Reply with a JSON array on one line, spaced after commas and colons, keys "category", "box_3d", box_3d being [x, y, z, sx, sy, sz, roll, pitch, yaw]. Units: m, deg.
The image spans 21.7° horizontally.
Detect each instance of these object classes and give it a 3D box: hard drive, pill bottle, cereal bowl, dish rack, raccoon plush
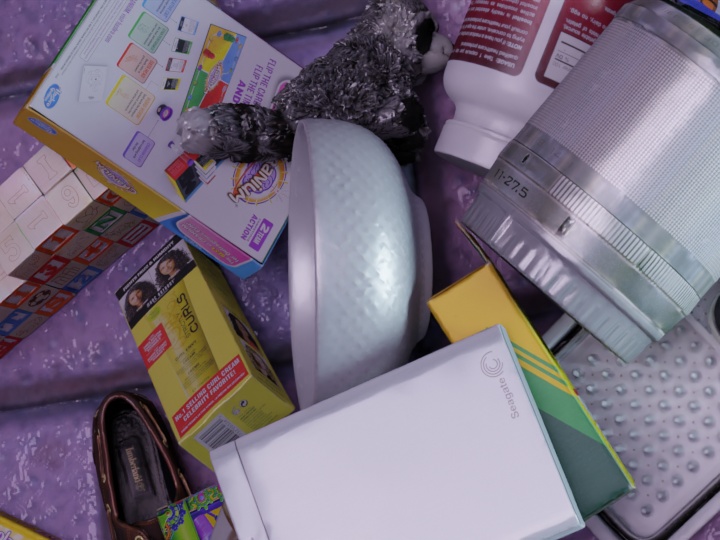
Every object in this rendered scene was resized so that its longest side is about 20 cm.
[{"category": "hard drive", "box_3d": [0.020, 0.133, 1.143, 0.199, 0.027, 0.132, -24, 73, 9]}, {"category": "pill bottle", "box_3d": [0.126, -0.160, 1.310, 0.113, 0.113, 0.201, 22, 89, 19]}, {"category": "cereal bowl", "box_3d": [0.000, 0.000, 1.246, 0.083, 0.200, 0.201, 0, 82, -8]}, {"category": "dish rack", "box_3d": [0.208, 0.083, 1.287, 0.200, 0.044, 0.172, -45, 73, 7]}, {"category": "raccoon plush", "box_3d": [-0.028, -0.148, 1.324, 0.199, 0.097, 0.135, 7, 65, -23]}]

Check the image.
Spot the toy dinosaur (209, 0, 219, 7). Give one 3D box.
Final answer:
[{"category": "toy dinosaur", "box_3d": [-0.106, -0.133, 1.421, 0.101, 0.058, 0.201, -23, 84, -2]}]

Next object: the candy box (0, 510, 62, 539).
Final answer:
[{"category": "candy box", "box_3d": [-0.274, 0.240, 1.430, 0.199, 0.026, 0.103, 21, 86, 19]}]

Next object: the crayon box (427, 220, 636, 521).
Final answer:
[{"category": "crayon box", "box_3d": [0.104, 0.067, 1.219, 0.051, 0.127, 0.200, -33, 82, 5]}]

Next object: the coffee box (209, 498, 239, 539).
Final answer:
[{"category": "coffee box", "box_3d": [-0.002, 0.221, 1.188, 0.199, 0.080, 0.114, 20, 86, 18]}]

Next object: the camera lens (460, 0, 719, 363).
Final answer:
[{"category": "camera lens", "box_3d": [0.182, -0.062, 1.210, 0.160, 0.160, 0.200, 41, 93, 18]}]

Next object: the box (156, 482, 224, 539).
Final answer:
[{"category": "box", "box_3d": [-0.003, 0.216, 1.295, 0.199, 0.122, 0.193, -25, 76, 13]}]

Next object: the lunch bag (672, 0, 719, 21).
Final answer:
[{"category": "lunch bag", "box_3d": [0.313, -0.195, 1.251, 0.200, 0.124, 0.170, 37, 92, 26]}]

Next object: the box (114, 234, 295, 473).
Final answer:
[{"category": "box", "box_3d": [-0.114, 0.056, 1.335, 0.075, 0.050, 0.200, -42, 36, 8]}]

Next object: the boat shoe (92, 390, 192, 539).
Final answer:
[{"category": "boat shoe", "box_3d": [-0.152, 0.184, 1.369, 0.070, 0.070, 0.201, -21, 78, -8]}]

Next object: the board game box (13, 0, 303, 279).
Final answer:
[{"category": "board game box", "box_3d": [-0.123, -0.112, 1.340, 0.200, 0.040, 0.153, 35, 65, -12]}]

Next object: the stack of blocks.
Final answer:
[{"category": "stack of blocks", "box_3d": [-0.242, -0.020, 1.408, 0.200, 0.115, 0.059, -40, 73, 9]}]

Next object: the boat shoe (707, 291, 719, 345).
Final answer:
[{"category": "boat shoe", "box_3d": [0.324, 0.002, 1.223, 0.199, 0.060, 0.074, -15, 71, -3]}]
